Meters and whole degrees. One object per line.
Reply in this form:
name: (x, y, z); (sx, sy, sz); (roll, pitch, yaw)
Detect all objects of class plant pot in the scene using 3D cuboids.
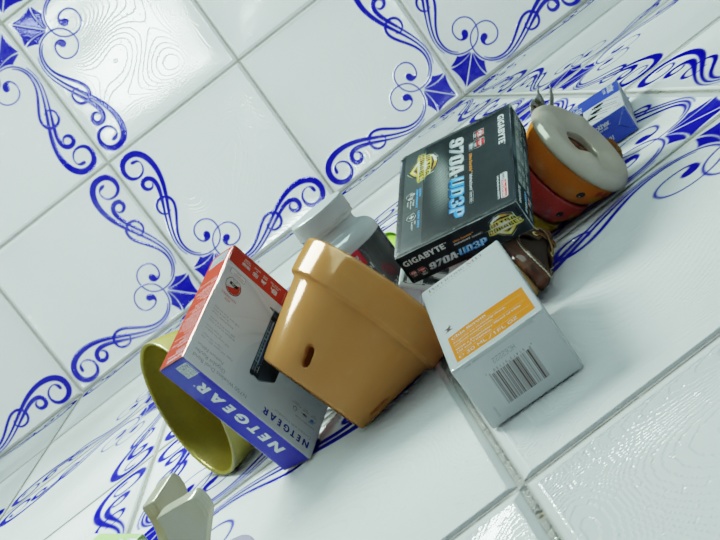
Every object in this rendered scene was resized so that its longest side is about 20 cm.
plant pot: (-0.178, 0.148, 1.422); (0.141, 0.202, 0.199); (-33, 7, -30)
plant pot: (-0.016, 0.078, 1.186); (0.141, 0.199, 0.200); (-54, 13, -8)

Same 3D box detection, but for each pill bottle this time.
pill bottle: (0.000, 0.000, 1.400); (0.110, 0.201, 0.111); (-36, 11, 8)

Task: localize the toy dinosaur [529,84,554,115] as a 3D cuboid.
toy dinosaur: (0.268, -0.164, 1.534); (0.103, 0.076, 0.201); (-61, -19, -20)

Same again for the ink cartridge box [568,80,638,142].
ink cartridge box: (0.360, -0.226, 1.600); (0.093, 0.044, 0.200); (-32, 11, 19)

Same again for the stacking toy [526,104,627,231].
stacking toy: (0.226, -0.093, 1.345); (0.201, 0.145, 0.146); (-53, 1, 30)

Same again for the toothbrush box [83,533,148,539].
toothbrush box: (-0.287, 0.359, 1.128); (0.146, 0.086, 0.199); (-44, 12, -31)

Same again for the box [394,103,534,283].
box: (0.119, -0.091, 1.240); (0.157, 0.046, 0.201); (-25, 34, 24)

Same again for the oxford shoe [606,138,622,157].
oxford shoe: (0.252, -0.147, 1.404); (0.197, 0.072, 0.072); (-14, 38, -5)

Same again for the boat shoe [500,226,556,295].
boat shoe: (0.188, -0.023, 1.216); (0.070, 0.071, 0.200); (-40, 10, 5)

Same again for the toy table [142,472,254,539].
toy table: (-0.180, 0.286, 0.998); (0.183, 0.118, 0.200); (-35, 11, 14)

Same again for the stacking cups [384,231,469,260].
stacking cups: (0.079, -0.014, 1.454); (0.198, 0.061, 0.060); (16, 48, 44)

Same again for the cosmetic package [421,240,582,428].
cosmetic package: (0.128, 0.054, 1.012); (0.101, 0.072, 0.200); (-36, 18, 6)

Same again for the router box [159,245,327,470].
router box: (-0.118, 0.102, 1.252); (0.049, 0.200, 0.181); (-29, 29, 38)

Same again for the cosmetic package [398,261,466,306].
cosmetic package: (0.101, -0.053, 1.350); (0.051, 0.081, 0.203); (89, -171, -62)
